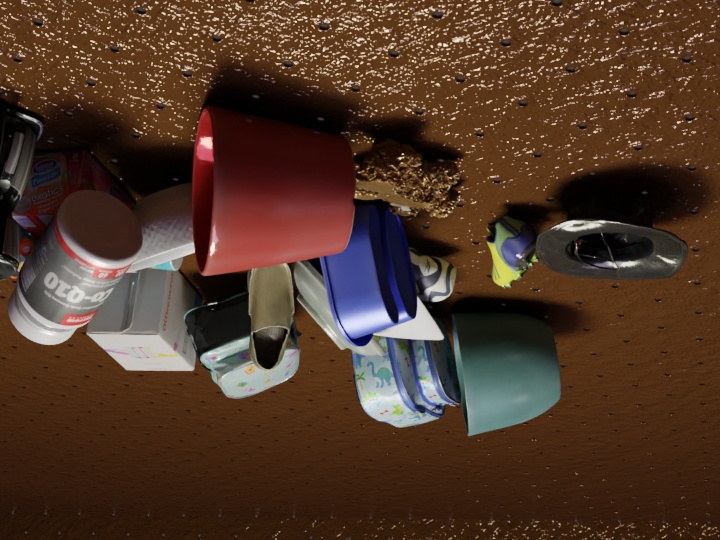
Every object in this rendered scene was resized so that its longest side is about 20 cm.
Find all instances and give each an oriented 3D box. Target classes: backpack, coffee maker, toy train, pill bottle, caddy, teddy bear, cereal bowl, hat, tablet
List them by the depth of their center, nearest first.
[{"bbox_3d":[-0.497,-0.103,1.472,0.189,0.203,0.135,8,157,-10],"label":"coffee maker"},{"bbox_3d":[-0.367,0.002,1.537,0.113,0.115,0.200,17,135,-29],"label":"pill bottle"},{"bbox_3d":[0.056,-0.116,1.537,0.144,0.068,0.199,-3,164,41],"label":"teddy bear"},{"bbox_3d":[0.332,-0.054,1.599,0.197,0.082,0.201,9,155,4],"label":"hat"},{"bbox_3d":[-0.245,-0.065,1.623,0.197,0.084,0.200,-19,179,0],"label":"cereal bowl"},{"bbox_3d":[0.000,0.000,1.638,0.104,0.203,0.141,-12,178,24],"label":"caddy"},{"bbox_3d":[-0.464,-0.029,1.685,0.055,0.151,0.200,-36,164,-2],"label":"toy train"},{"bbox_3d":[0.040,0.058,1.799,0.128,0.014,0.200,3,156,23],"label":"tablet"},{"bbox_3d":[0.073,0.154,1.980,0.145,0.186,0.199,-17,163,22],"label":"backpack"},{"bbox_3d":[-0.183,0.120,1.989,0.174,0.155,0.200,-24,167,-6],"label":"backpack"}]

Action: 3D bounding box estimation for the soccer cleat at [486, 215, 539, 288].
[{"bbox_3d":[0.211,-0.031,1.719,0.084,0.065,0.200,46,170,8],"label":"soccer cleat"}]

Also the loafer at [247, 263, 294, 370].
[{"bbox_3d":[-0.134,0.063,1.838,0.075,0.203,0.068,-4,-159,-12],"label":"loafer"}]

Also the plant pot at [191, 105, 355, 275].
[{"bbox_3d":[-0.106,-0.094,1.461,0.175,0.203,0.201,1,159,-15],"label":"plant pot"}]

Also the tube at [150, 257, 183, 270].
[{"bbox_3d":[-0.367,-0.032,1.827,0.197,0.051,0.078,4,151,15],"label":"tube"}]

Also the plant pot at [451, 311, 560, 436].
[{"bbox_3d":[0.241,0.160,1.987,0.158,0.203,0.201,-8,157,1],"label":"plant pot"}]

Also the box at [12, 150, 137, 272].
[{"bbox_3d":[-0.381,-0.075,1.651,0.098,0.097,0.200,-1,156,15],"label":"box"}]

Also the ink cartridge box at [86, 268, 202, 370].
[{"bbox_3d":[-0.348,0.069,1.947,0.123,0.130,0.200,-1,156,12],"label":"ink cartridge box"}]

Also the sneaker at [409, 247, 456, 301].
[{"bbox_3d":[0.033,0.010,1.811,0.129,0.080,0.198,30,154,-33],"label":"sneaker"}]

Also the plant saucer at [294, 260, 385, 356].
[{"bbox_3d":[-0.044,0.064,1.819,0.050,0.200,0.200,-42,152,-4],"label":"plant saucer"}]
